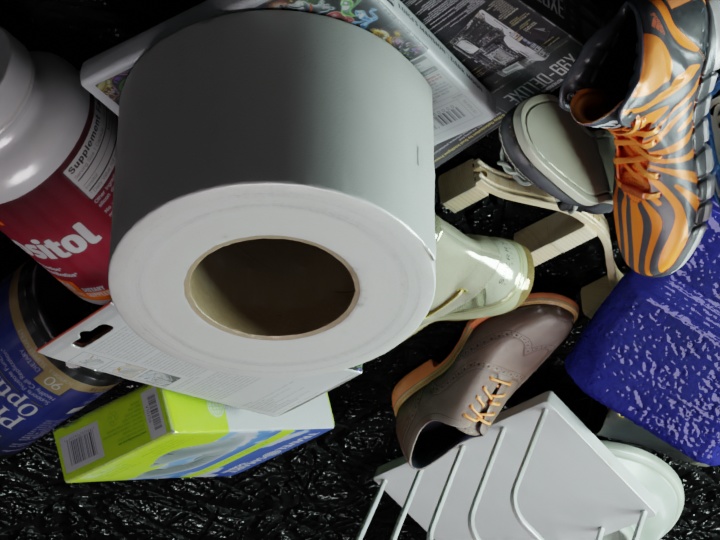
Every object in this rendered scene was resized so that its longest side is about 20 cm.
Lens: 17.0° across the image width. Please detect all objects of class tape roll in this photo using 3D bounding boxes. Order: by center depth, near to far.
[{"bbox_3d":[-0.054,-0.044,1.491,0.202,0.139,0.203,0,143,0],"label":"tape roll"}]

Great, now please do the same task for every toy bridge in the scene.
[{"bbox_3d":[0.142,-0.026,1.734,0.067,0.027,0.200,-28,136,29],"label":"toy bridge"}]

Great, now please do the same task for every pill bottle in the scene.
[{"bbox_3d":[-0.203,-0.071,1.584,0.113,0.113,0.200,-21,139,23],"label":"pill bottle"},{"bbox_3d":[-0.258,0.072,1.769,0.112,0.112,0.200,28,133,-34],"label":"pill bottle"}]

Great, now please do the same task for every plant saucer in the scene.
[{"bbox_3d":[0.177,0.216,2.036,0.200,0.050,0.200,-2,143,-2],"label":"plant saucer"}]

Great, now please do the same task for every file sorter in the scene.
[{"bbox_3d":[0.108,0.214,1.915,0.200,0.125,0.139,-28,116,40],"label":"file sorter"}]

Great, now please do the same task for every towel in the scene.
[{"bbox_3d":[0.256,0.036,1.753,0.148,0.050,0.200,32,122,-1],"label":"towel"}]

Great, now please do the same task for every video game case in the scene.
[{"bbox_3d":[-0.045,-0.115,1.530,0.200,0.023,0.182,-22,138,27],"label":"video game case"}]

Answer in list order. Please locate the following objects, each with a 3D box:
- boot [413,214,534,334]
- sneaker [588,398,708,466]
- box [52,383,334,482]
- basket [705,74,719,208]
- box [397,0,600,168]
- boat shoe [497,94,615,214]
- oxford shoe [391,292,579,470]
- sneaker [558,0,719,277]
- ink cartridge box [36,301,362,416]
[{"bbox_3d":[0.000,0.000,1.685,0.200,0.072,0.155,-14,157,33],"label":"boot"},{"bbox_3d":[0.250,0.085,1.847,0.106,0.075,0.200,9,141,-12],"label":"sneaker"},{"bbox_3d":[-0.115,0.118,1.794,0.122,0.048,0.200,-26,162,37],"label":"box"},{"bbox_3d":[0.296,-0.073,1.562,0.139,0.177,0.200,-15,150,3],"label":"basket"},{"bbox_3d":[0.032,-0.141,1.558,0.158,0.050,0.200,29,133,-35],"label":"box"},{"bbox_3d":[0.126,-0.067,1.600,0.063,0.073,0.200,-19,167,21],"label":"boat shoe"},{"bbox_3d":[0.099,0.087,1.841,0.071,0.073,0.200,21,137,-27],"label":"oxford shoe"},{"bbox_3d":[0.171,-0.085,1.539,0.112,0.078,0.200,-17,116,-45],"label":"sneaker"},{"bbox_3d":[-0.109,0.043,1.647,0.200,0.050,0.109,18,151,-31],"label":"ink cartridge box"}]
